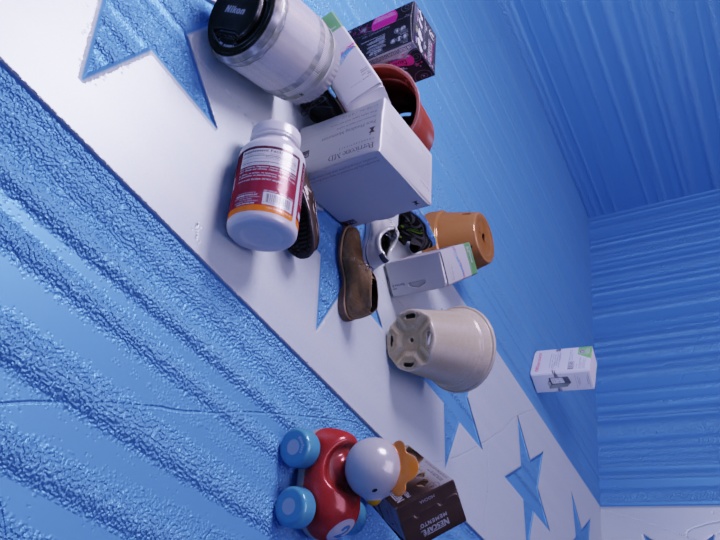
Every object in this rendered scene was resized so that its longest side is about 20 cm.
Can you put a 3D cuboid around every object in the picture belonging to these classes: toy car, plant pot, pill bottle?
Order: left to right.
[{"bbox_3d":[-0.149,-0.141,1.051,0.113,0.113,0.200,39,47,-47],"label":"pill bottle"},{"bbox_3d":[0.000,0.338,1.030,0.184,0.200,0.177,35,50,-49],"label":"toy car"},{"bbox_3d":[0.068,-0.323,1.431,0.195,0.201,0.201,17,64,-65],"label":"plant pot"},{"bbox_3d":[0.164,0.163,1.417,0.183,0.200,0.201,16,64,-44],"label":"plant pot"},{"bbox_3d":[0.265,-0.071,1.705,0.200,0.140,0.200,29,55,-53],"label":"plant pot"}]

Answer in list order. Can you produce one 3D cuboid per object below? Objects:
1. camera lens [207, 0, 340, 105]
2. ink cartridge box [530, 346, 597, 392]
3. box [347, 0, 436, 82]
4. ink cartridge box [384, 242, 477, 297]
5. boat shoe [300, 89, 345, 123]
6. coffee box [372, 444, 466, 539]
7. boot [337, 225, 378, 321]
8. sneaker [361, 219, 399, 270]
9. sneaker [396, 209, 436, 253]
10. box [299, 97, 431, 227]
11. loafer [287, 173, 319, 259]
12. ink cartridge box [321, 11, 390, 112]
[{"bbox_3d":[-0.147,-0.395,1.105,0.200,0.160,0.160,20,61,-55],"label":"camera lens"},{"bbox_3d":[0.709,0.344,2.241,0.146,0.200,0.084,-53,126,-53],"label":"ink cartridge box"},{"bbox_3d":[0.060,-0.486,1.454,0.115,0.200,0.132,38,48,-46],"label":"box"},{"bbox_3d":[0.167,-0.003,1.504,0.200,0.145,0.088,-19,94,-60],"label":"ink cartridge box"},{"bbox_3d":[-0.091,-0.337,1.272,0.200,0.075,0.062,60,39,-18],"label":"boat shoe"},{"bbox_3d":[0.085,0.392,1.134,0.113,0.200,0.080,-20,98,-16],"label":"coffee box"},{"bbox_3d":[0.000,0.000,1.290,0.074,0.075,0.200,24,58,-52],"label":"boot"},{"bbox_3d":[0.052,-0.083,1.414,0.073,0.071,0.200,49,40,-40],"label":"sneaker"},{"bbox_3d":[0.117,-0.102,1.514,0.071,0.083,0.200,60,4,39],"label":"sneaker"},{"bbox_3d":[0.009,-0.201,1.257,0.200,0.199,0.131,38,47,-47],"label":"box"},{"bbox_3d":[-0.105,-0.120,1.156,0.071,0.073,0.200,-1,80,-59],"label":"loafer"},{"bbox_3d":[-0.023,-0.387,1.286,0.200,0.084,0.145,60,5,20],"label":"ink cartridge box"}]
